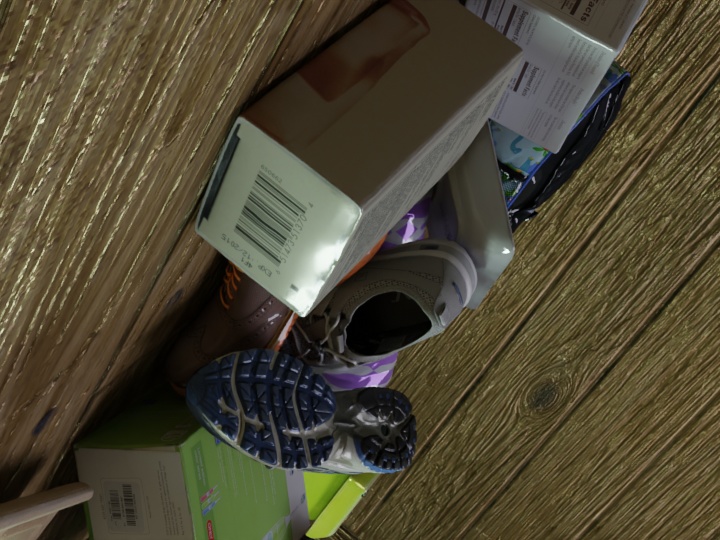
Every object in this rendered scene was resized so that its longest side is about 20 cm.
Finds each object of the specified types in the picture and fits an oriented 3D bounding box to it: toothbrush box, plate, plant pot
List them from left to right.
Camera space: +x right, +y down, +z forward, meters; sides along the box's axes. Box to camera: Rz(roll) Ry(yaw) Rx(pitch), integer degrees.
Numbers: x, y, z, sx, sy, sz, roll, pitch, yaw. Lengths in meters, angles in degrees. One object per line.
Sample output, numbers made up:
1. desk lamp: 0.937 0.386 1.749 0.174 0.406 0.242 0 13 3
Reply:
1. toothbrush box: -0.114 0.161 0.870 0.200 0.085 0.147 -36 121 -67
2. plant pot: -0.051 0.258 1.746 0.200 0.181 0.200 -44 170 -47
3. plate: 0.065 -0.082 0.889 0.032 0.202 0.200 -10 168 -6

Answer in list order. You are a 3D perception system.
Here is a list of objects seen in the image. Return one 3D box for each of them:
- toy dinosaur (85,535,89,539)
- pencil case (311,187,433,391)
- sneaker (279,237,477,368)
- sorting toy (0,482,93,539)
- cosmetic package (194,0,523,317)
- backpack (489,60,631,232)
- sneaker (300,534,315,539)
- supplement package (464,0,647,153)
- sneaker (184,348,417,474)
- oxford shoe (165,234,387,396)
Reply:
1. toy dinosaur: -0.182 0.215 1.022 0.136 0.086 0.200 -54 169 15
2. pencil case: 0.000 0.000 0.901 0.085 0.084 0.202 -8 123 -26
3. sneaker: -0.019 0.032 0.832 0.199 0.075 0.082 -21 -160 24
4. sorting toy: -0.249 0.194 0.659 0.200 0.036 0.185 -48 173 -1
5. cosmetic package: 0.003 -0.079 0.703 0.200 0.087 0.104 -45 169 -44
6. backpack: 0.150 -0.142 1.147 0.200 0.147 0.183 -52 174 33
7. sneaker: -0.056 0.253 0.917 0.114 0.081 0.199 -12 -175 36
8. supplement package: 0.151 -0.206 0.872 0.157 0.110 0.200 -60 176 -13
9. sneaker: -0.051 0.111 0.827 0.085 0.199 0.078 -18 -119 39
10. oxford shoe: -0.074 0.006 0.808 0.200 0.071 0.073 -45 138 12
